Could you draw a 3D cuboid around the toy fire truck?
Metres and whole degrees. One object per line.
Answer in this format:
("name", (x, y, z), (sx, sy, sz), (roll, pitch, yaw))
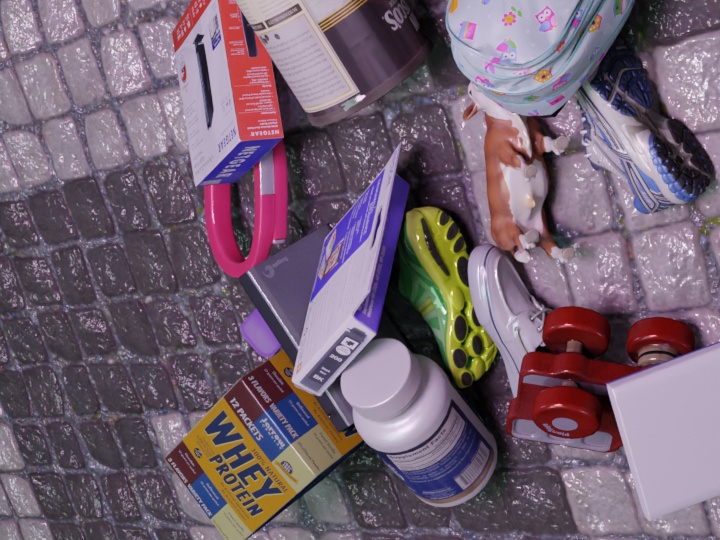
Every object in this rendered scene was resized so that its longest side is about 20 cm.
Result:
("toy fire truck", (0.245, 0.130, 1.472), (0.197, 0.113, 0.169), (8, 149, 6))

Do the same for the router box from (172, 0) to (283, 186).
("router box", (-0.143, -0.200, 1.588), (0.200, 0.048, 0.182), (150, 112, -68))

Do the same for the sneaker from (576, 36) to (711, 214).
("sneaker", (0.229, -0.134, 1.382), (0.201, 0.077, 0.085), (56, 139, 4))

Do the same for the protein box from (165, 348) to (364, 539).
("protein box", (-0.079, 0.180, 1.722), (0.135, 0.198, 0.200), (51, 134, 7))

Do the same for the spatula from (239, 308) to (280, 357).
("spatula", (-0.095, 0.046, 1.778), (0.057, 0.020, 0.200), (50, 148, 8))

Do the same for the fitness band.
("fitness band", (-0.131, -0.093, 1.700), (0.143, 0.037, 0.203), (16, 108, 56))

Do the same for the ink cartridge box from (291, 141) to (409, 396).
("ink cartridge box", (0.000, 0.000, 1.557), (0.043, 0.200, 0.200), (22, 143, -13))

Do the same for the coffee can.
("coffee can", (-0.041, -0.264, 1.464), (0.145, 0.147, 0.201), (-15, 116, 44))

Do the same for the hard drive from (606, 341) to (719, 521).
("hard drive", (0.334, 0.131, 1.364), (0.025, 0.198, 0.133), (-127, 18, -76))

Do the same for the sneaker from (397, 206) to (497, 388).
("sneaker", (0.090, 0.025, 1.598), (0.083, 0.074, 0.202), (7, 118, 62))

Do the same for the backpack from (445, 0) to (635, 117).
("backpack", (0.156, -0.239, 1.302), (0.166, 0.126, 0.201), (27, 86, 31))

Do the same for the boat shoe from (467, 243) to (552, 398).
("boat shoe", (0.174, 0.059, 1.539), (0.066, 0.074, 0.202), (-6, 120, 37))

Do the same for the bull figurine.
("bull figurine", (0.154, -0.098, 1.460), (0.121, 0.064, 0.202), (-131, 26, -59))

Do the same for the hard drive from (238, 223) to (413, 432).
("hard drive", (-0.031, 0.061, 1.660), (0.201, 0.139, 0.033), (56, 136, 3))

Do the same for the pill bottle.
("pill bottle", (0.059, 0.159, 1.592), (0.110, 0.112, 0.200), (9, 151, 37))
